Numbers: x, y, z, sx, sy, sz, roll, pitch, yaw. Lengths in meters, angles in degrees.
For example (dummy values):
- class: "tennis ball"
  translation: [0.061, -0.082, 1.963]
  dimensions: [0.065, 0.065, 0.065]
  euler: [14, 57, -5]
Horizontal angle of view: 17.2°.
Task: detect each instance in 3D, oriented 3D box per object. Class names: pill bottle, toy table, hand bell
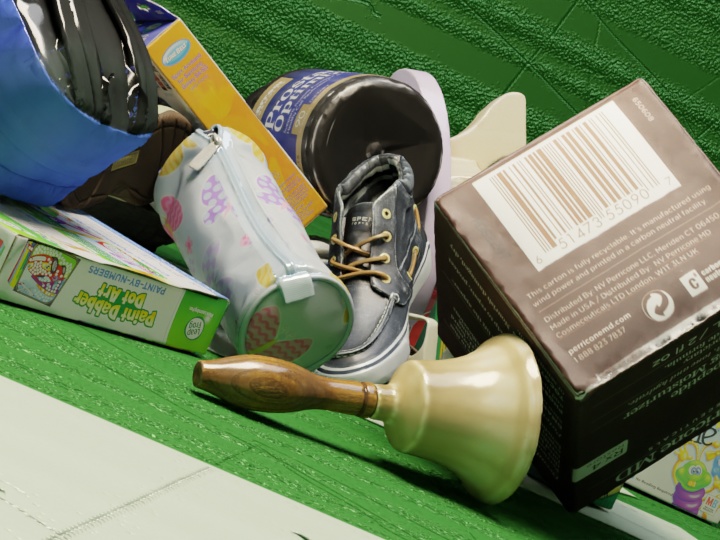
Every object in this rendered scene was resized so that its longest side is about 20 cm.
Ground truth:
- class: "pill bottle"
  translation: [-0.025, -0.097, 1.818]
  dimensions: [0.112, 0.112, 0.200]
  euler: [23, -3, -24]
- class: "toy table"
  translation: [0.075, -0.051, 1.857]
  dimensions: [0.117, 0.201, 0.184]
  euler: [7, -2, -24]
- class: "hand bell"
  translation: [-0.004, 0.075, 1.399]
  dimensions: [0.199, 0.105, 0.104]
  euler: [10, 11, -25]

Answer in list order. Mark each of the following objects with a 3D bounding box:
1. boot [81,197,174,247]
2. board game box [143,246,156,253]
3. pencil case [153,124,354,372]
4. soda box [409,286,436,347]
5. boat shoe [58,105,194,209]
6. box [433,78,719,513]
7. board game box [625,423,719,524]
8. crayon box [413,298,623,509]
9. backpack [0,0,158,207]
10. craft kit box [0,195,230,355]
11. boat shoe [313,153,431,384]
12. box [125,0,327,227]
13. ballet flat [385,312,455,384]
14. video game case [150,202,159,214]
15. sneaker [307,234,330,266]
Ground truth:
- class: "boot"
  translation: [-0.212, -0.105, 1.783]
  dimensions: [0.200, 0.132, 0.070]
  euler: [25, -34, -26]
- class: "board game box"
  translation: [-0.259, -0.072, 1.857]
  dimensions: [0.199, 0.028, 0.135]
  euler: [24, 6, -20]
- class: "pencil case"
  translation: [-0.072, -0.015, 1.585]
  dimensions: [0.083, 0.091, 0.200]
  euler: [-1, 35, -24]
- class: "soda box"
  translation: [0.099, 0.072, 1.903]
  dimensions: [0.200, 0.070, 0.063]
  euler: [27, 5, 20]
- class: "boat shoe"
  translation: [-0.181, -0.088, 1.621]
  dimensions: [0.076, 0.072, 0.200]
  euler: [23, 10, 17]
- class: "box"
  translation: [0.158, 0.019, 1.532]
  dimensions: [0.164, 0.166, 0.200]
  euler: [54, -13, 24]
- class: "board game box"
  translation: [0.241, 0.118, 1.946]
  dimensions: [0.105, 0.103, 0.200]
  euler: [25, 5, -13]
- class: "crayon box"
  translation: [0.127, 0.075, 1.720]
  dimensions: [0.058, 0.119, 0.200]
  euler: [21, 6, -43]
- class: "backpack"
  translation: [-0.224, -0.136, 1.469]
  dimensions: [0.162, 0.168, 0.200]
  euler: [7, 50, -62]
- class: "craft kit box"
  translation: [-0.213, -0.021, 1.477]
  dimensions: [0.200, 0.049, 0.197]
  euler: [29, 3, 38]
- class: "boat shoe"
  translation: [0.000, 0.000, 1.645]
  dimensions: [0.071, 0.091, 0.200]
  euler: [-4, 30, 15]
- class: "box"
  translation: [-0.115, -0.113, 1.729]
  dimensions: [0.200, 0.041, 0.119]
  euler: [50, -13, -18]
- class: "ballet flat"
  translation: [0.046, 0.071, 1.664]
  dimensions: [0.200, 0.067, 0.068]
  euler: [29, 6, 37]
- class: "video game case"
  translation: [-0.144, -0.092, 1.804]
  dimensions: [0.200, 0.023, 0.182]
  euler: [49, 17, -29]
- class: "sneaker"
  translation: [-0.041, 0.009, 1.741]
  dimensions: [0.087, 0.075, 0.200]
  euler: [1, 2, 25]
